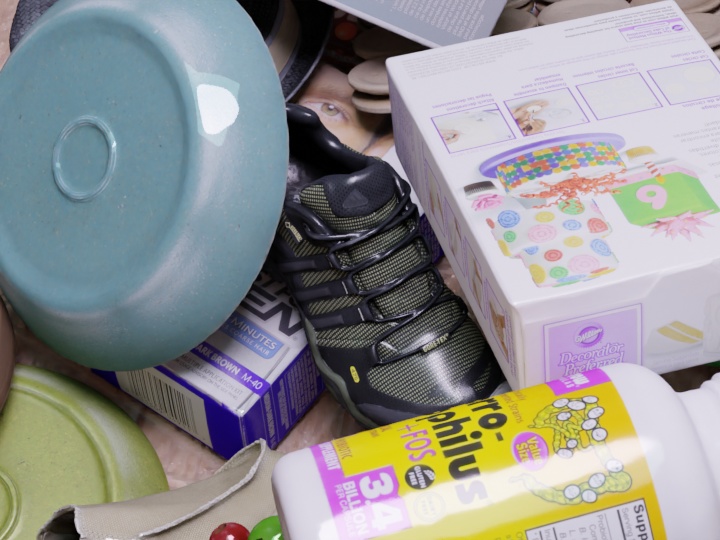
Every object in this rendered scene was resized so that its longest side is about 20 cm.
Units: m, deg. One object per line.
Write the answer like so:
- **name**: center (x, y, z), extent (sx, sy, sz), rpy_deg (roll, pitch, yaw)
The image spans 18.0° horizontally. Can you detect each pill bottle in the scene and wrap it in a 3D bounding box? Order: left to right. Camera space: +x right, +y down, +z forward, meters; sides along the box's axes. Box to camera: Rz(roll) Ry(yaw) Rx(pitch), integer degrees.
- **pill bottle**: center (0.072, 0.097, 0.895), extent (0.200, 0.104, 0.104), rpy_deg (-15, 56, -6)

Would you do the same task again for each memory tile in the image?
- **memory tile**: center (0.094, -0.127, 1.204), extent (0.200, 0.017, 0.153), rpy_deg (-7, 25, 5)

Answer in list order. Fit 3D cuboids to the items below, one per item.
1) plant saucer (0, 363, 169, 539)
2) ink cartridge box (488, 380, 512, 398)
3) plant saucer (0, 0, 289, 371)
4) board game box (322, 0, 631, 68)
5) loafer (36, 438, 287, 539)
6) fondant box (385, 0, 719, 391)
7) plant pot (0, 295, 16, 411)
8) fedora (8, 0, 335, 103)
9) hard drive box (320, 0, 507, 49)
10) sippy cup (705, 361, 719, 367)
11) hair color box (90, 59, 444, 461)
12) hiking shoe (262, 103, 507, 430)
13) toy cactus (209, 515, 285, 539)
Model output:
- **plant saucer**: center (-0.192, 0.123, 1.111), extent (0.200, 0.031, 0.200), rpy_deg (-2, 55, 2)
- **ink cartridge box**: center (0.119, 0.157, 1.002), extent (0.200, 0.145, 0.145), rpy_deg (34, 64, 24)
- **plant saucer**: center (-0.123, -0.052, 1.099), extent (0.200, 0.036, 0.200), rpy_deg (-4, 83, 36)
- **board game box**: center (0.044, -0.148, 1.290), extent (0.200, 0.019, 0.103), rpy_deg (17, 60, 14)
- **loafer**: center (-0.109, 0.131, 1.044), extent (0.200, 0.076, 0.068), rpy_deg (-36, 97, -29)
- **fondant box**: center (0.106, -0.036, 0.999), extent (0.144, 0.058, 0.200), rpy_deg (-12, 36, -9)
- **plant pot**: center (-0.278, 0.033, 1.113), extent (0.200, 0.093, 0.201), rpy_deg (-9, 45, 10)
- **fedora**: center (-0.115, -0.129, 1.206), extent (0.200, 0.092, 0.201), rpy_deg (-17, 39, 14)
- **hard drive box**: center (-0.021, -0.200, 1.177), extent (0.200, 0.077, 0.156), rpy_deg (22, 21, -12)
- **sippy cup**: center (0.189, -0.043, 1.141), extent (0.178, 0.140, 0.130), rpy_deg (33, 60, 20)
- **hair color box**: center (-0.039, -0.006, 1.171), extent (0.109, 0.065, 0.200), rpy_deg (30, 61, 22)
- **hiking shoe**: center (0.000, 0.000, 1.068), extent (0.076, 0.101, 0.200), rpy_deg (-33, 64, -17)
- **toy cactus**: center (-0.046, 0.192, 1.001), extent (0.102, 0.200, 0.165), rpy_deg (-5, 15, 6)
